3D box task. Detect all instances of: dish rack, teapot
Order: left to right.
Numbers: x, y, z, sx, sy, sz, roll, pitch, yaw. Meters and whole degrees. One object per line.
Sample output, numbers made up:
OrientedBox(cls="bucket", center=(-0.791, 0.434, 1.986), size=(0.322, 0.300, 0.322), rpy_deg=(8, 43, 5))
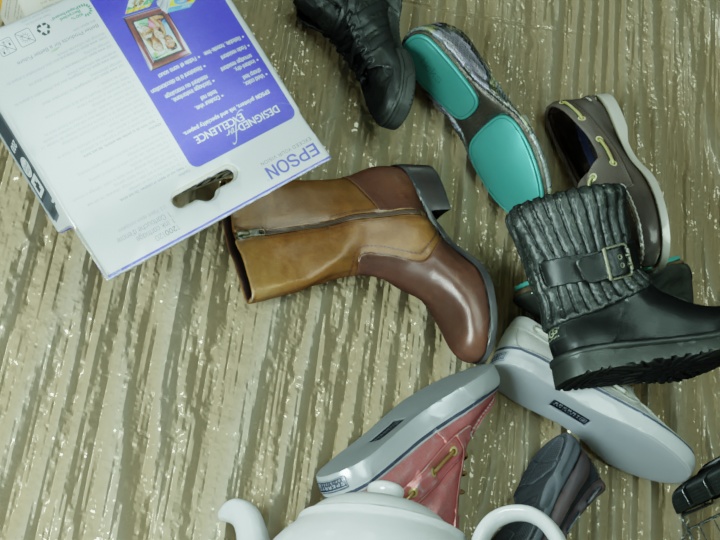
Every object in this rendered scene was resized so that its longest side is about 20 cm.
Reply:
OrientedBox(cls="teapot", center=(0.013, 0.215, 1.084), size=(0.198, 0.197, 0.148), rpy_deg=(19, 64, -17))
OrientedBox(cls="dish rack", center=(0.335, 0.243, 1.298), size=(0.054, 0.154, 0.202), rpy_deg=(-20, 77, -22))

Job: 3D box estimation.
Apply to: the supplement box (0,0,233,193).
OrientedBox(cls="supplement box", center=(-0.181, -0.153, 1.219), size=(0.125, 0.074, 0.202), rpy_deg=(-22, 78, -23))

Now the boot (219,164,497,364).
OrientedBox(cls="boot", center=(0.000, 0.000, 1.267), size=(0.198, 0.068, 0.190), rpy_deg=(-8, 71, -33))

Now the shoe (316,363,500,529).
OrientedBox(cls="shoe", center=(0.053, 0.152, 1.228), size=(0.199, 0.071, 0.092), rpy_deg=(-33, 100, -43))

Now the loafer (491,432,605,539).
OrientedBox(cls="loafer", center=(0.141, 0.215, 1.246), size=(0.063, 0.072, 0.201), rpy_deg=(43, 49, -11))

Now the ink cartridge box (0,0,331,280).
OrientedBox(cls="ink cartridge box", center=(-0.153, -0.113, 1.148), size=(0.197, 0.043, 0.201), rpy_deg=(-29, 80, -24))

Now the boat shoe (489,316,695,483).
OrientedBox(cls="boat shoe", center=(0.200, 0.105, 1.338), size=(0.199, 0.071, 0.070), rpy_deg=(30, 57, -7))

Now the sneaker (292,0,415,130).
OrientedBox(cls="sneaker", center=(-0.015, -0.215, 1.374), size=(0.103, 0.060, 0.202), rpy_deg=(12, 56, -27))

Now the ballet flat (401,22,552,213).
OrientedBox(cls="ballet flat", center=(0.115, -0.137, 1.407), size=(0.072, 0.072, 0.201), rpy_deg=(-34, 88, -38))

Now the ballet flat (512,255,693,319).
OrientedBox(cls="ballet flat", center=(0.221, 0.031, 1.387), size=(0.198, 0.068, 0.069), rpy_deg=(-9, 80, -33))

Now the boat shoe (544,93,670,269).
OrientedBox(cls="boat shoe", center=(0.219, -0.079, 1.420), size=(0.059, 0.072, 0.201), rpy_deg=(-3, 51, -16))

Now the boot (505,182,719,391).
OrientedBox(cls="boot", center=(0.227, 0.007, 1.308), size=(0.209, 0.079, 0.160), rpy_deg=(-3, 69, -28))
